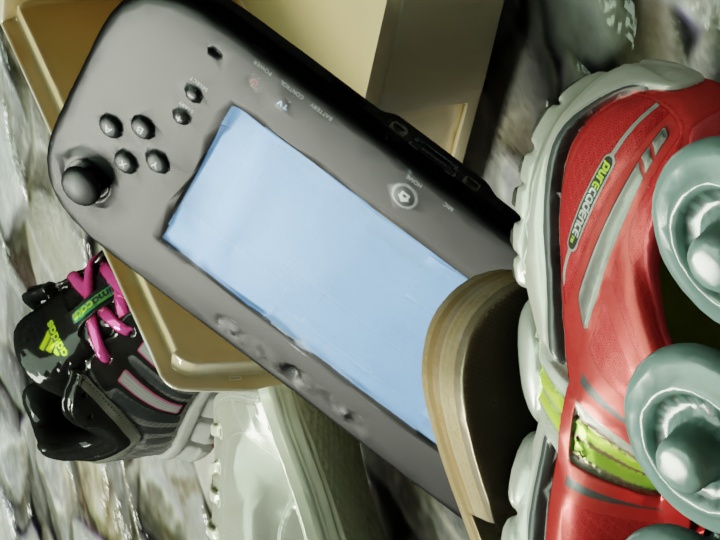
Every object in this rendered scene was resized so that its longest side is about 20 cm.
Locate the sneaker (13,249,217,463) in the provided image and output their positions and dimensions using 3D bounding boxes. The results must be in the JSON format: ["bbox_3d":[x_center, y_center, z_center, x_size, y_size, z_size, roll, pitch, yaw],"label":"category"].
[{"bbox_3d":[-0.091,0.018,1.123,0.200,0.087,0.074,110,143,-53],"label":"sneaker"}]

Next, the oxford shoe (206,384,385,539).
[{"bbox_3d":[-0.031,0.070,1.013,0.075,0.058,0.200,-10,-93,-72],"label":"oxford shoe"}]

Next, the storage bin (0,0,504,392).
[{"bbox_3d":[-0.040,-0.094,0.928,0.200,0.094,0.199,104,147,-48],"label":"storage bin"}]

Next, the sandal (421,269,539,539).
[{"bbox_3d":[0.048,0.096,0.802,0.070,0.078,0.212,15,123,56],"label":"sandal"}]

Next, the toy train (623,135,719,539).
[{"bbox_3d":[0.120,0.038,0.602,0.114,0.085,0.200,30,135,33],"label":"toy train"}]

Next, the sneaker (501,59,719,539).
[{"bbox_3d":[0.084,0.047,0.723,0.085,0.077,0.200,15,116,59],"label":"sneaker"}]

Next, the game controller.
[{"bbox_3d":[0.000,0.000,0.816,0.200,0.042,0.104,36,144,4],"label":"game controller"}]
